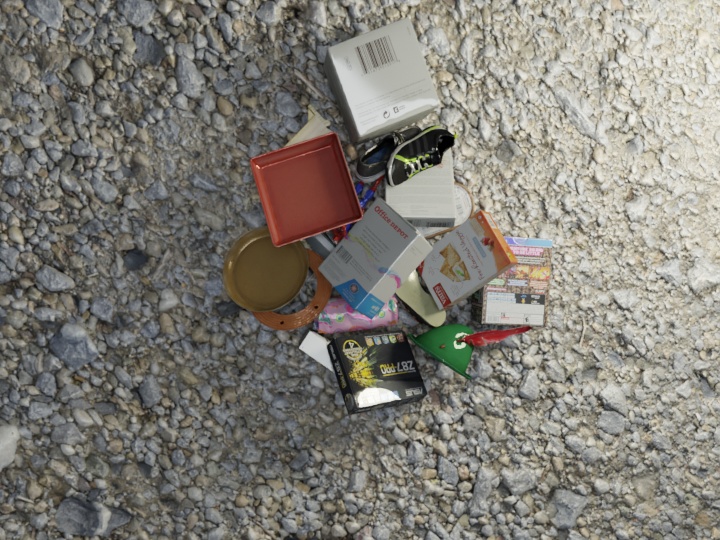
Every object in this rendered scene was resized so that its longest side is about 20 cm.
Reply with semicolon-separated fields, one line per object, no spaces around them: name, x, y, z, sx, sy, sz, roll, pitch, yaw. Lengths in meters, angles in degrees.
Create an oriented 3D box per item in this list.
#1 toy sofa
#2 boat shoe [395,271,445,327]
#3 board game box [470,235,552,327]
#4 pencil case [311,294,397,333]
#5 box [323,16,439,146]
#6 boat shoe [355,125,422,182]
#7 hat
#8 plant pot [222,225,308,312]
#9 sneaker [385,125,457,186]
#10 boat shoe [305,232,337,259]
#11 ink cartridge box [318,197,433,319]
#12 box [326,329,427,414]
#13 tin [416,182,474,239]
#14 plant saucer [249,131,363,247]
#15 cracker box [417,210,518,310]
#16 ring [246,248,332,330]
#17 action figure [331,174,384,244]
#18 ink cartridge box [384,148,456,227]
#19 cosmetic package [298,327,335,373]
toy sofa;-0.145;-0.260;1.356;0.098;0.083;0.200;44;87;-3
boat shoe;0.114;0.050;1.404;0.074;0.063;0.202;-44;101;-18
board game box;0.348;0.023;1.416;0.156;0.097;0.205;4;92;-6
pencil case;-0.014;0.093;1.384;0.196;0.087;0.089;-4;93;-7
box;0.043;-0.412;1.348;0.196;0.131;0.203;-22;95;-5
boat shoe;0.068;-0.276;1.366;0.198;0.067;0.070;-34;67;-17
hat;0.232;0.128;1.370;0.198;0.166;0.178;33;92;-24
plant pot;-0.209;-0.002;1.354;0.196;0.028;0.204;-3;70;7
sneaker;0.136;-0.255;1.338;0.200;0.082;0.072;-45;135;-20
boat shoe;-0.103;-0.101;1.357;0.068;0.074;0.199;-41;71;-18
ink cartridge box;0.031;-0.026;1.259;0.201;0.084;0.145;-49;54;6
box;0.037;0.220;1.338;0.197;0.049;0.164;0;61;-35
tin;0.172;-0.138;1.421;0.196;0.042;0.114;-19;90;-5
plant saucer;-0.114;-0.168;1.283;0.196;0.037;0.204;-18;80;-3
cracker box;0.231;-0.020;1.356;0.199;0.057;0.136;-37;71;27
ring;-0.158;0.040;1.359;0.196;0.019;0.204;-4;65;8
action figure;-0.018;-0.140;1.391;0.065;0.052;0.203;29;91;9
ink cartridge box;0.133;-0.195;1.389;0.156;0.048;0.204;1;62;0
cosmetic package;-0.048;0.207;1.387;0.198;0.083;0.051;35;89;-7
